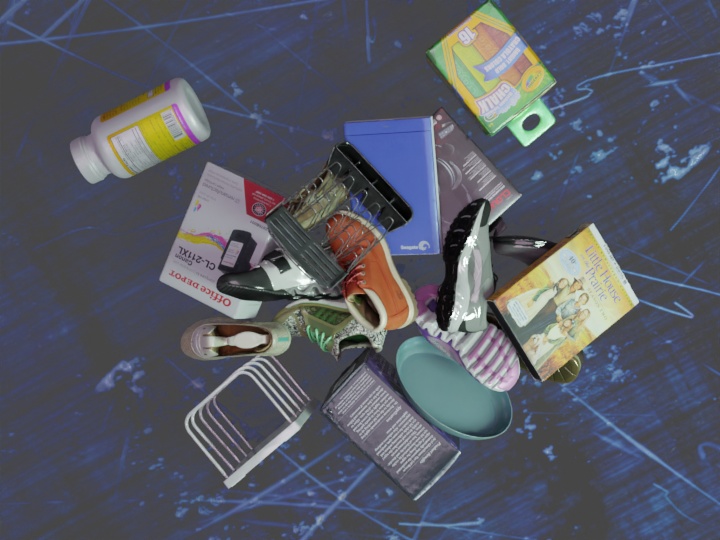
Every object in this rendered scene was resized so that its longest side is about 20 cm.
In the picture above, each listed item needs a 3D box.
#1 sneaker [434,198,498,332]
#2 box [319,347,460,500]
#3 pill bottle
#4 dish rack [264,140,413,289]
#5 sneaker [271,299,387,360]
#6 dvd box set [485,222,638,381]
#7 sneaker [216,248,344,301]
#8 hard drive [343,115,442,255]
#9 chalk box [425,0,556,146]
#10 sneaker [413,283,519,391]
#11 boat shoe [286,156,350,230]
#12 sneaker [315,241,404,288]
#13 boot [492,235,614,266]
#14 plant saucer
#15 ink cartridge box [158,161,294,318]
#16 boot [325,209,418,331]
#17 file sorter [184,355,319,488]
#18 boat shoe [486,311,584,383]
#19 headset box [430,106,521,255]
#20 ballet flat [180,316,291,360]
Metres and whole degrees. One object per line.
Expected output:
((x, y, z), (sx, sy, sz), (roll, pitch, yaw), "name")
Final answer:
((0.164, -0.006, 1.595), (0.079, 0.074, 0.201), (11, 88, -20), "sneaker")
((0.048, 0.228, 1.658), (0.200, 0.148, 0.104), (42, 97, -2), "box")
((-0.338, -0.208, 1.671), (0.199, 0.104, 0.105), (-25, 93, 6), "pill bottle")
((-0.034, -0.074, 1.538), (0.153, 0.200, 0.055), (46, 140, 0), "dish rack")
((-0.047, 0.093, 1.662), (0.199, 0.077, 0.089), (-6, 51, 19), "sneaker")
((0.297, 0.045, 1.595), (0.200, 0.029, 0.147), (-36, 102, -16), "dvd box set")
((-0.120, -0.001, 1.607), (0.199, 0.074, 0.089), (0, 80, -30), "sneaker")
((0.048, -0.122, 1.611), (0.131, 0.025, 0.201), (-1, 104, 17), "hard drive")
((0.204, -0.278, 1.615), (0.124, 0.124, 0.200), (-40, 91, 7), "chalk box")
((0.155, 0.107, 1.644), (0.200, 0.089, 0.080), (42, 71, 14), "sneaker")
((-0.070, -0.106, 1.624), (0.073, 0.200, 0.063), (-31, 100, 38), "boat shoe")
((-0.023, -0.014, 1.681), (0.199, 0.067, 0.090), (9, 101, 7), "sneaker")
((0.284, 0.023, 1.647), (0.199, 0.070, 0.132), (12, 96, -9), "boot")
((0.135, 0.179, 1.635), (0.200, 0.200, 0.027), (34, 122, 1), "plant saucer")
((-0.197, -0.043, 1.671), (0.145, 0.083, 0.201), (25, 96, 15), "ink cartridge box")
((0.000, 0.000, 1.584), (0.075, 0.107, 0.200), (-39, 79, 31), "boot")
((-0.166, 0.216, 1.647), (0.139, 0.200, 0.125), (-41, 89, 6), "file sorter")
((0.247, 0.111, 1.676), (0.200, 0.066, 0.072), (22, 117, 21), "boat shoe")
((0.136, -0.123, 1.657), (0.149, 0.077, 0.200), (-42, 89, 7), "headset box")
((-0.203, 0.103, 1.680), (0.199, 0.062, 0.068), (-6, 87, 24), "ballet flat")
